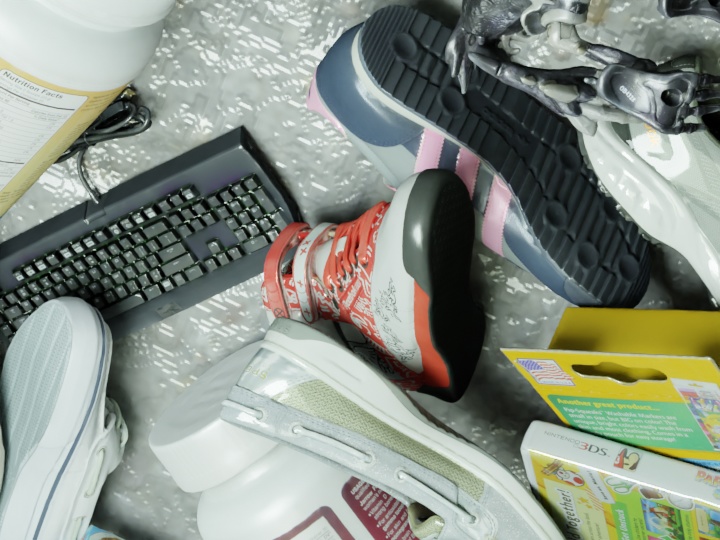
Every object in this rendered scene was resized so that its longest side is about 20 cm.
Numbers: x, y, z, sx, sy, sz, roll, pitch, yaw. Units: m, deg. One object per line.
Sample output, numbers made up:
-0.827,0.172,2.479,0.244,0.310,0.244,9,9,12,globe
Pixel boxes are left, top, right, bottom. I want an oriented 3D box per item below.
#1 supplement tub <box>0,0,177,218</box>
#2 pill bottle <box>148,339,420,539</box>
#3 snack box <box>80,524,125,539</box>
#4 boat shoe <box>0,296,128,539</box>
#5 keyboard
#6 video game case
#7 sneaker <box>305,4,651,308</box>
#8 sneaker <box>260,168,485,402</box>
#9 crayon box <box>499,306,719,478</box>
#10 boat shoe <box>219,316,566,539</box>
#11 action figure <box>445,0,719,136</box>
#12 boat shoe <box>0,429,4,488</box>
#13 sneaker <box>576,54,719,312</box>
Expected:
-0.187,-0.119,1.412,0.145,0.145,0.200,42,122,-9,supplement tub
-0.018,0.140,1.530,0.109,0.110,0.200,-28,107,29,pill bottle
-0.074,0.224,1.575,0.199,0.116,0.037,25,120,-9,snack box
-0.162,0.088,1.578,0.067,0.074,0.200,-1,139,-28,boat shoe
-0.135,-0.025,1.526,0.200,0.021,0.127,-25,110,27,keyboard
0.179,0.155,1.459,0.181,0.023,0.200,16,152,21,video game case
0.058,-0.048,1.435,0.200,0.070,0.082,45,145,-12,sneaker
0.000,0.001,1.426,0.108,0.067,0.202,17,159,13,sneaker
0.173,0.077,1.406,0.125,0.052,0.200,2,146,41,crayon box
0.021,0.104,1.441,0.202,0.074,0.065,39,79,-19,boat shoe
0.108,-0.121,1.335,0.102,0.200,0.119,13,102,-33,action figure
-0.248,0.057,1.565,0.093,0.074,0.201,32,128,52,boat shoe
0.196,-0.020,1.394,0.200,0.074,0.079,44,114,-11,sneaker
